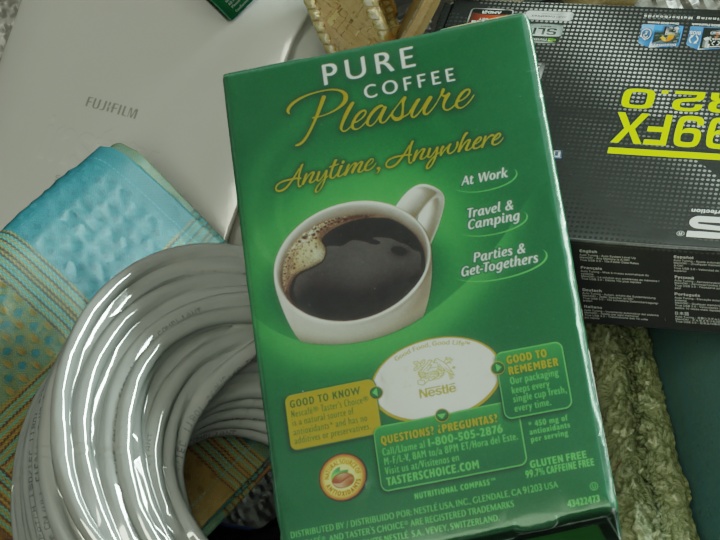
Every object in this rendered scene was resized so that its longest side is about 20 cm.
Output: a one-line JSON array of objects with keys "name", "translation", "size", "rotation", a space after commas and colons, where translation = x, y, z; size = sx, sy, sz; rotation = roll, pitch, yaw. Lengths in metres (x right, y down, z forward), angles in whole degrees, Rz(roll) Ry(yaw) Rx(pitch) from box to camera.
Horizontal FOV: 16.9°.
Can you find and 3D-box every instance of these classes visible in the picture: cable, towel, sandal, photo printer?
[{"name": "cable", "translation": [-0.035, 0.088, 0.927], "size": [0.199, 0.069, 0.201], "rotation": [0, 63, -29]}, {"name": "towel", "translation": [-0.110, 0.052, 0.965], "size": [0.147, 0.022, 0.200], "rotation": [44, 54, 0]}, {"name": "towel", "translation": [0.077, 0.089, 1.004], "size": [0.036, 0.148, 0.201], "rotation": [14, 51, -27]}, {"name": "sandal", "translation": [-0.007, -0.103, 1.014], "size": [0.069, 0.078, 0.212], "rotation": [21, 100, -3]}, {"name": "photo printer", "translation": [-0.096, -0.054, 1.095], "size": [0.166, 0.069, 0.201], "rotation": [16, 84, 30]}]

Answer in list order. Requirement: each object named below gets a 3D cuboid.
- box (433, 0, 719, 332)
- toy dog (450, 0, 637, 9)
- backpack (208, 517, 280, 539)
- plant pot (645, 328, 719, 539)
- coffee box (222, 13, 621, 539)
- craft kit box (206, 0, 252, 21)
[{"name": "box", "translation": [0.115, -0.045, 0.973], "size": [0.199, 0.044, 0.160], "rotation": [4, 40, 16]}, {"name": "toy dog", "translation": [0.078, -0.203, 1.093], "size": [0.096, 0.132, 0.201], "rotation": [11, 76, 50]}, {"name": "backpack", "translation": [-0.105, 0.179, 1.022], "size": [0.190, 0.200, 0.155], "rotation": [20, 122, 14]}, {"name": "plant pot", "translation": [0.185, 0.090, 0.982], "size": [0.141, 0.141, 0.201], "rotation": [1, 61, -34]}, {"name": "coffee box", "translation": [0.021, 0.011, 0.886], "size": [0.122, 0.044, 0.201], "rotation": [-13, 67, 7]}, {"name": "craft kit box", "translation": [-0.049, -0.245, 1.069], "size": [0.200, 0.049, 0.198], "rotation": [-44, 60, 4]}]
